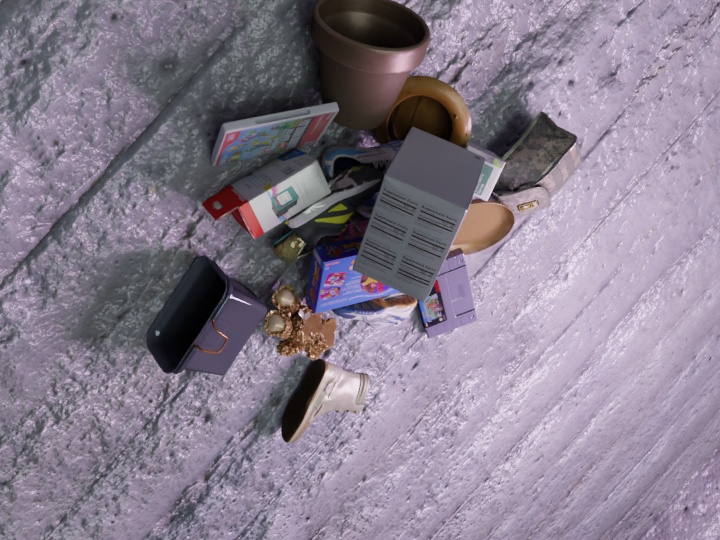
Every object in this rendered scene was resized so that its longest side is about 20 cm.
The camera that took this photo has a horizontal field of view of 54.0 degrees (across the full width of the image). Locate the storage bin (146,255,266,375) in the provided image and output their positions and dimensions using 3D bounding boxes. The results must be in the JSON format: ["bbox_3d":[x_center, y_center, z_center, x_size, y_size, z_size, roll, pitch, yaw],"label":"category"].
[{"bbox_3d":[-0.265,0.100,1.285,0.134,0.145,0.201,27,100,-48],"label":"storage bin"}]

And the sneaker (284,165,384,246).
[{"bbox_3d":[-0.038,-0.115,1.260,0.198,0.075,0.085,-25,124,15],"label":"sneaker"}]

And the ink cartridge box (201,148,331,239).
[{"bbox_3d":[-0.165,-0.127,1.223,0.198,0.116,0.068,-32,120,-12],"label":"ink cartridge box"}]

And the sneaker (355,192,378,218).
[{"bbox_3d":[0.076,-0.152,1.385,0.197,0.076,0.078,-10,124,-28],"label":"sneaker"}]

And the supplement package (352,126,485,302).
[{"bbox_3d":[0.101,-0.099,1.220,0.145,0.192,0.202,23,128,4],"label":"supplement package"}]

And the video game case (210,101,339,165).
[{"bbox_3d":[-0.146,-0.228,1.183,0.197,0.143,0.018,-16,82,-23],"label":"video game case"}]

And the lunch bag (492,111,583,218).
[{"bbox_3d":[0.362,-0.201,1.478,0.201,0.117,0.164,-50,156,6],"label":"lunch bag"}]

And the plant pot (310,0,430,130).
[{"bbox_3d":[0.002,-0.342,1.188,0.198,0.201,0.176,-11,139,-26],"label":"plant pot"}]

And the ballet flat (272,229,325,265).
[{"bbox_3d":[-0.075,-0.085,1.331,0.199,0.071,0.071,-41,129,-1],"label":"ballet flat"}]

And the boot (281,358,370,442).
[{"bbox_3d":[-0.074,0.298,1.543,0.153,0.072,0.202,21,103,-40],"label":"boot"}]

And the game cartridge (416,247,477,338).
[{"bbox_3d":[0.185,0.056,1.572,0.128,0.039,0.202,-23,127,-6],"label":"game cartridge"}]

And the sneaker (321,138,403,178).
[{"bbox_3d":[0.027,-0.195,1.300,0.196,0.073,0.073,-5,135,-5],"label":"sneaker"}]

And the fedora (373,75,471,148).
[{"bbox_3d":[0.118,-0.286,1.312,0.202,0.198,0.082,65,34,-37],"label":"fedora"}]

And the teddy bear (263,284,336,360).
[{"bbox_3d":[-0.125,0.103,1.390,0.199,0.066,0.148,12,80,-58],"label":"teddy bear"}]

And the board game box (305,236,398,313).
[{"bbox_3d":[0.000,0.000,1.348,0.197,0.045,0.136,-13,138,-26],"label":"board game box"}]

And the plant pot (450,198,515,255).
[{"bbox_3d":[0.225,-0.093,1.484,0.197,0.028,0.201,-9,150,-5],"label":"plant pot"}]

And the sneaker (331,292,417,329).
[{"bbox_3d":[0.023,0.088,1.439,0.197,0.076,0.089,1,134,-31],"label":"sneaker"}]

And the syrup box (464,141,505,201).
[{"bbox_3d":[0.223,-0.197,1.370,0.080,0.200,0.080,24,105,0],"label":"syrup box"}]

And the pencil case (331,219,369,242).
[{"bbox_3d":[0.042,-0.070,1.408,0.197,0.086,0.084,-9,87,-27],"label":"pencil case"}]
